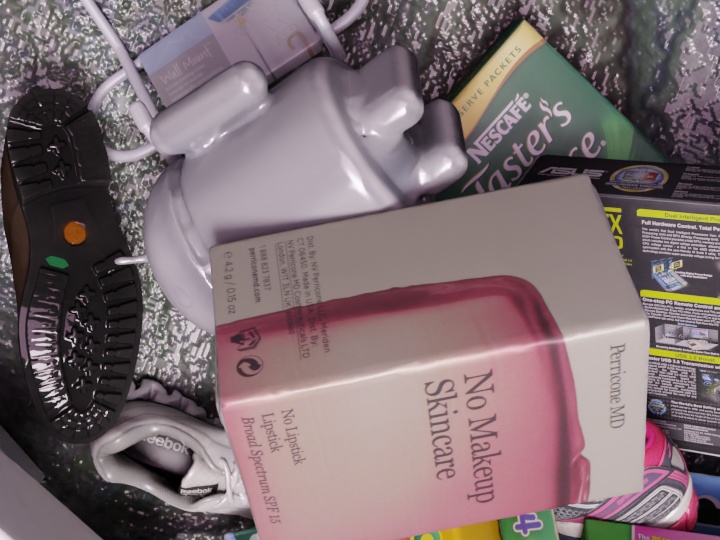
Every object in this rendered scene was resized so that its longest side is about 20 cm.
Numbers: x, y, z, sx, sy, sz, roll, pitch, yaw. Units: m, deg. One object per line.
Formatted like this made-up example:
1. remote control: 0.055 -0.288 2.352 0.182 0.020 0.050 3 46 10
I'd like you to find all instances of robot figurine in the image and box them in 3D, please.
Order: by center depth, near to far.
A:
1. robot figurine: -0.037 -0.036 0.697 0.199 0.113 0.170 -32 116 19

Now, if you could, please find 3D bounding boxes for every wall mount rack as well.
1. wall mount rack: -0.100 -0.163 0.747 0.199 0.075 0.175 -33 65 3

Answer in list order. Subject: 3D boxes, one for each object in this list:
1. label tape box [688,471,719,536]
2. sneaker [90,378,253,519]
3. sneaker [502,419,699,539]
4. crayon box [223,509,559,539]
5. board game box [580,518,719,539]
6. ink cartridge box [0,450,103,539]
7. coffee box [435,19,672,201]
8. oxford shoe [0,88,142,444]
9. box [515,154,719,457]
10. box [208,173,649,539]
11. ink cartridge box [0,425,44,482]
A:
1. label tape box: 0.213 0.217 0.790 0.141 0.066 0.203 4 98 23
2. sneaker: -0.072 0.125 0.784 0.197 0.081 0.076 12 96 -5
3. sneaker: 0.089 0.113 0.732 0.198 0.081 0.075 -6 134 24
4. crayon box: 0.018 0.191 0.704 0.198 0.051 0.127 -19 74 34
5. board game box: 0.209 0.219 0.693 0.197 0.040 0.155 7 118 2
6. ink cartridge box: -0.244 0.175 0.631 0.145 0.085 0.200 41 94 -3
7. coffee box: 0.126 -0.041 0.782 0.200 0.044 0.123 44 96 -7
8. oxford shoe: -0.174 0.001 0.761 0.072 0.084 0.203 -3 85 -24
9. box: 0.189 0.024 0.699 0.198 0.044 0.162 6 121 27
10. box: 0.033 0.050 0.636 0.197 0.110 0.129 -11 133 0
11. ink cartridge box: -0.315 0.109 0.739 0.146 0.146 0.201 -39 97 4
